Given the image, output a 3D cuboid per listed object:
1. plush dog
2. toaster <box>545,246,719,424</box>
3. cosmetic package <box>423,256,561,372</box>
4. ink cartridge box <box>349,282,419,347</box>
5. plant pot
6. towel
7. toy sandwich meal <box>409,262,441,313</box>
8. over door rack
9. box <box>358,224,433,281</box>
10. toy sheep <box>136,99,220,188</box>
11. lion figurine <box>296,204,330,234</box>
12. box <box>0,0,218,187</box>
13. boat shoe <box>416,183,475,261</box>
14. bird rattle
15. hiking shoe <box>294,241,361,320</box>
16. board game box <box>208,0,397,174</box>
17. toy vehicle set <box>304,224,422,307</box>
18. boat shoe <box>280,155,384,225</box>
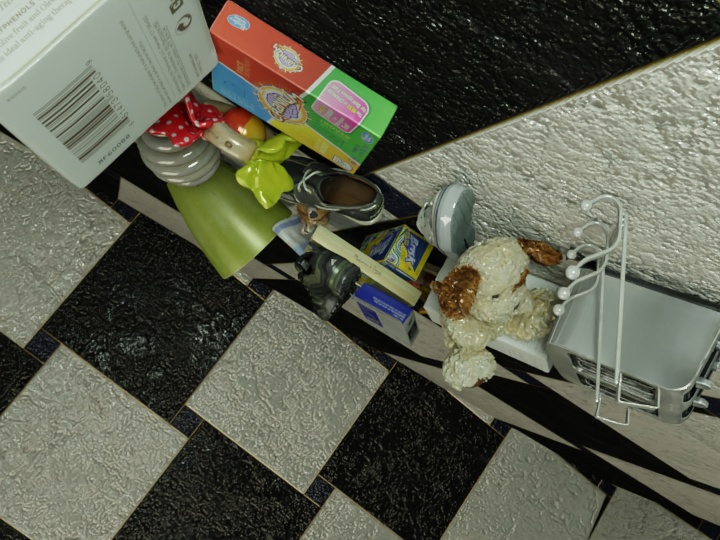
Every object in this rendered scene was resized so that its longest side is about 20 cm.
[{"bbox_3d":[0.159,0.025,0.813,0.161,0.199,0.173,49,154,26],"label":"plush dog"},{"bbox_3d":[0.325,0.085,0.776,0.199,0.119,0.181,22,166,31],"label":"toaster"},{"bbox_3d":[0.207,0.055,0.957,0.199,0.114,0.081,25,168,27],"label":"cosmetic package"},{"bbox_3d":[0.046,0.074,1.101,0.099,0.039,0.200,29,169,15],"label":"ink cartridge box"},{"bbox_3d":[-0.265,-0.122,1.234,0.200,0.187,0.187,48,164,-16],"label":"plant pot"},{"bbox_3d":[-0.061,-0.033,1.190,0.200,0.024,0.147,41,-158,5],"label":"towel"},{"bbox_3d":[0.144,0.052,1.198,0.204,0.071,0.205,28,169,6],"label":"toy sandwich meal"},{"bbox_3d":[0.233,0.047,0.640,0.066,0.202,0.148,-6,161,10],"label":"over door rack"},{"bbox_3d":[0.049,-0.024,1.098,0.064,0.071,0.200,32,169,-13],"label":"box"},{"bbox_3d":[-0.280,-0.201,0.982,0.137,0.139,0.200,25,163,16],"label":"toy sheep"},{"bbox_3d":[-0.110,-0.138,1.027,0.200,0.072,0.122,51,173,-26],"label":"lion figurine"},{"bbox_3d":[-0.261,-0.221,0.560,0.171,0.200,0.199,42,170,5],"label":"box"},{"bbox_3d":[0.100,-0.058,0.807,0.066,0.074,0.200,24,168,17],"label":"boat shoe"},{"bbox_3d":[-0.169,-0.174,0.846,0.198,0.114,0.163,23,-159,-6],"label":"bird rattle"},{"bbox_3d":[-0.060,0.012,1.053,0.101,0.076,0.200,42,155,6],"label":"hiking shoe"},{"bbox_3d":[-0.069,-0.192,0.713,0.199,0.041,0.153,30,169,-7],"label":"board game box"},{"bbox_3d":[0.000,0.000,1.077,0.199,0.027,0.124,33,168,-6],"label":"toy vehicle set"},{"bbox_3d":[-0.061,-0.125,0.912,0.198,0.073,0.068,19,174,6],"label":"boat shoe"}]
